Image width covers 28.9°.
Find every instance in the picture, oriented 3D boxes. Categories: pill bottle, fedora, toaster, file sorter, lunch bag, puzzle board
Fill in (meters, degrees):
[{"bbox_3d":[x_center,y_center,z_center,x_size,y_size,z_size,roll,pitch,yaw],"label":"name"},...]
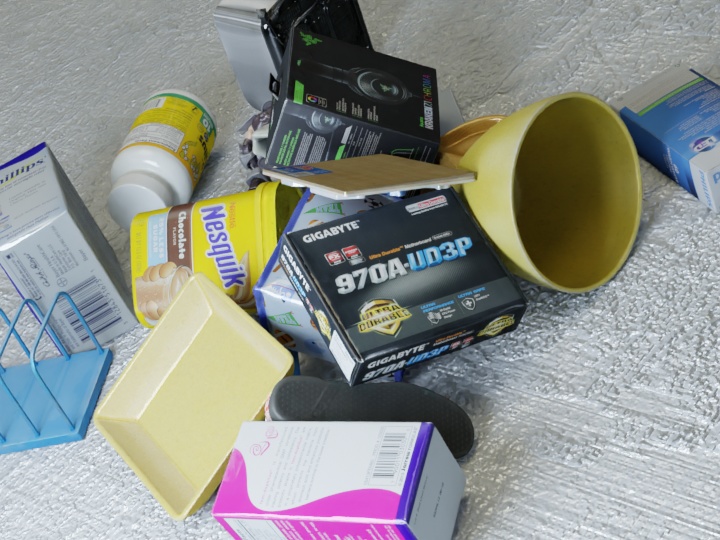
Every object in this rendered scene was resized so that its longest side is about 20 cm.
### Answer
[{"bbox_3d":[-0.266,-0.142,1.857,0.112,0.113,0.201,-9,37,21],"label":"pill bottle"},{"bbox_3d":[0.145,-0.121,1.607,0.198,0.082,0.202,-17,35,12],"label":"fedora"},{"bbox_3d":[-0.091,-0.331,1.922,0.118,0.201,0.181,17,52,38],"label":"toaster"},{"bbox_3d":[-0.411,0.119,1.601,0.198,0.123,0.140,-11,38,18],"label":"file sorter"},{"bbox_3d":[0.000,0.000,1.472,0.168,0.124,0.201,16,54,10],"label":"lunch bag"},{"bbox_3d":[0.005,-0.096,1.447,0.149,0.018,0.199,-10,14,-26],"label":"puzzle board"}]

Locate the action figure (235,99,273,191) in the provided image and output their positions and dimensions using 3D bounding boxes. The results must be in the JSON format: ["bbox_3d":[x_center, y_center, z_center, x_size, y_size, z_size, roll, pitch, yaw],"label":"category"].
[{"bbox_3d":[-0.112,-0.161,1.809,0.130,0.069,0.201,-43,26,30],"label":"action figure"}]

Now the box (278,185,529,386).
[{"bbox_3d":[0.041,0.012,1.358,0.198,0.046,0.160,-16,59,-26],"label":"box"}]

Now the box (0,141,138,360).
[{"bbox_3d":[-0.373,-0.025,1.711,0.104,0.185,0.200,-28,35,-3],"label":"box"}]

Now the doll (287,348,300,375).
[{"bbox_3d":[-0.113,0.126,1.471,0.199,0.049,0.137,18,68,42],"label":"doll"}]

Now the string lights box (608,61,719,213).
[{"bbox_3d":[0.369,-0.150,1.532,0.102,0.059,0.200,-30,35,-6],"label":"string lights box"}]

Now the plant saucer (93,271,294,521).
[{"bbox_3d":[-0.164,0.131,1.441,0.201,0.048,0.200,-54,46,2],"label":"plant saucer"}]

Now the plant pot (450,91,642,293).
[{"bbox_3d":[0.177,-0.081,1.460,0.141,0.201,0.200,3,42,51],"label":"plant pot"}]

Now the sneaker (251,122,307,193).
[{"bbox_3d":[-0.055,-0.109,1.668,0.091,0.076,0.200,-25,57,-35],"label":"sneaker"}]

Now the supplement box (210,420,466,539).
[{"bbox_3d":[-0.019,0.204,1.262,0.198,0.104,0.102,-1,51,27],"label":"supplement box"}]

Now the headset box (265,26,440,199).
[{"bbox_3d":[-0.015,-0.185,1.634,0.198,0.093,0.175,15,36,-10],"label":"headset box"}]

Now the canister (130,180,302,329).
[{"bbox_3d":[-0.163,-0.013,1.615,0.198,0.086,0.150,-10,78,24],"label":"canister"}]

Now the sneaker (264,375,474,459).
[{"bbox_3d":[0.004,0.150,1.355,0.199,0.108,0.068,10,68,-7],"label":"sneaker"}]

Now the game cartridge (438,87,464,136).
[{"bbox_3d":[0.037,-0.158,1.764,0.198,0.042,0.134,-21,40,6],"label":"game cartridge"}]
